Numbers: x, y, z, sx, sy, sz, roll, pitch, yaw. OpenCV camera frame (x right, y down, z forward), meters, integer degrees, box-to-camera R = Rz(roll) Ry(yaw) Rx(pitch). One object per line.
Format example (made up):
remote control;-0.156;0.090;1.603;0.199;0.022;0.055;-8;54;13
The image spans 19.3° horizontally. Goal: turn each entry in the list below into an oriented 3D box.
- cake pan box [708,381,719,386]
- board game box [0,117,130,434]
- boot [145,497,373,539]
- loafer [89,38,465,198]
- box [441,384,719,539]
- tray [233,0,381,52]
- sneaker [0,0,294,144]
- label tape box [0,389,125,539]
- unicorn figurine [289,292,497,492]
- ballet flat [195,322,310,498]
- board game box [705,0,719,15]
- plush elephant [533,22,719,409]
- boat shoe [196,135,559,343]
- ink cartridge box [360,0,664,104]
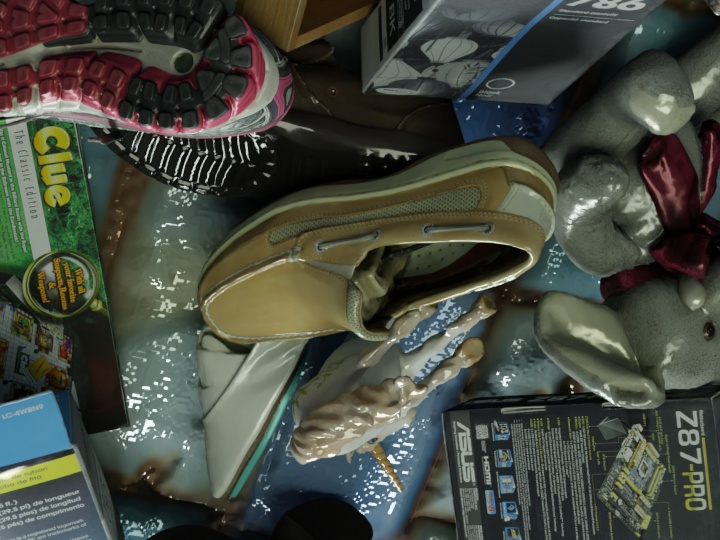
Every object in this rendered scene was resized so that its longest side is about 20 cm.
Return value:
cake pan box;0.250;0.158;1.197;0.199;0.052;0.185;17;108;-16
board game box;-0.182;0.006;1.084;0.104;0.024;0.201;-8;125;-5
boot;-0.094;0.229;1.197;0.188;0.068;0.201;-18;140;-51
loafer;-0.041;-0.077;1.042;0.199;0.071;0.073;16;141;-7
box;0.133;0.166;1.149;0.160;0.049;0.202;-6;93;31
tray;0.003;-0.205;0.946;0.037;0.099;0.201;28;121;20
sneaker;-0.126;-0.094;0.961;0.075;0.199;0.081;19;87;-67
label tape box;-0.207;0.122;1.105;0.142;0.066;0.201;-14;136;-3
unicorn figurine;0.010;0.057;1.102;0.137;0.074;0.200;-43;166;19
ballet flat;-0.047;0.026;1.111;0.069;0.070;0.201;21;111;-25
board game box;0.208;-0.192;0.936;0.158;0.200;0.097;3;121;-15
plush elephant;0.153;-0.011;1.061;0.200;0.164;0.155;-38;83;31
boat shoe;0.000;0.000;1.005;0.199;0.076;0.072;-23;128;30
ink cartridge box;0.072;-0.123;0.938;0.099;0.040;0.200;3;164;-14
